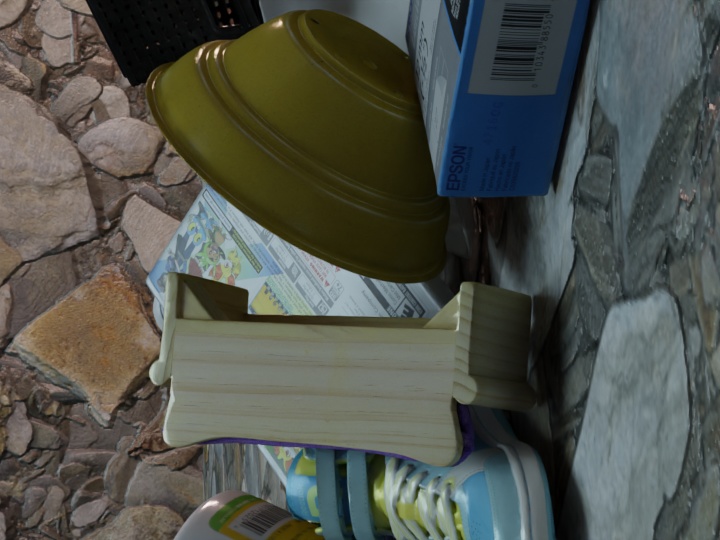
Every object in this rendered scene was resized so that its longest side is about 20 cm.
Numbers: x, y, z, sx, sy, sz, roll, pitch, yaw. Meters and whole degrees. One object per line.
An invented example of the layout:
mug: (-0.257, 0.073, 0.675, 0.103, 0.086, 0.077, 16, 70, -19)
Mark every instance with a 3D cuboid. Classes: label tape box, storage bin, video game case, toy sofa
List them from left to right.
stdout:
storage bin: (-0.133, -0.233, 1.245, 0.135, 0.094, 0.200, 68, -175, -55)
video game case: (-0.040, 0.016, 1.240, 0.200, 0.022, 0.182, 53, 126, 25)
toy sofa: (-0.010, 0.055, 1.089, 0.083, 0.200, 0.098, 14, -101, -62)
label tape box: (0.063, -0.157, 1.051, 0.200, 0.066, 0.144, -102, 14, -44)

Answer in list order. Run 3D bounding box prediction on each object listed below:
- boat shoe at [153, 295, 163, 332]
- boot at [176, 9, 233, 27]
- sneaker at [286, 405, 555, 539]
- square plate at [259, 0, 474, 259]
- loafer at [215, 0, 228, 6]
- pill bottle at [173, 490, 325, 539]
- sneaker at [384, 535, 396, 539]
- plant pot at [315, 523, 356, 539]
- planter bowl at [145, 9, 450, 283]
boat shoe: (-0.043, 0.049, 1.354, 0.071, 0.200, 0.070, -68, 13, -9)
boot: (-0.089, -0.179, 1.446, 0.072, 0.200, 0.166, -44, 16, 25)
sneaker: (0.029, 0.128, 1.070, 0.200, 0.130, 0.080, -129, 32, -76)
square plate: (0.003, -0.123, 1.240, 0.198, 0.028, 0.200, 26, 136, 53)
loafer: (-0.053, -0.232, 1.386, 0.070, 0.200, 0.070, 54, 144, 22)
pill bottle: (-0.013, 0.212, 1.126, 0.111, 0.200, 0.111, -47, -31, -39)
sneaker: (0.041, 0.117, 1.256, 0.088, 0.075, 0.200, 34, -160, -47)
plant pot: (-0.028, 0.279, 1.322, 0.196, 0.195, 0.201, -176, 75, -81)
planter bowl: (-0.014, -0.088, 1.118, 0.084, 0.200, 0.201, -55, 25, 22)
